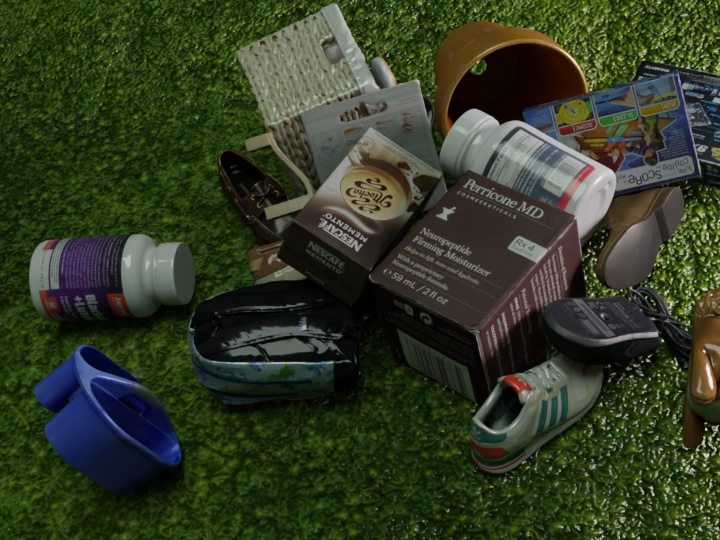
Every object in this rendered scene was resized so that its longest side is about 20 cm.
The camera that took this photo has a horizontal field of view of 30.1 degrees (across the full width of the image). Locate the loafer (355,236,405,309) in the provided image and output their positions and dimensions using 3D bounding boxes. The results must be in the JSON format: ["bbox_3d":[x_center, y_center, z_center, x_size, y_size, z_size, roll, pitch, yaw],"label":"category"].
[{"bbox_3d":[0.000,0.000,1.714,0.199,0.072,0.073,-19,49,1],"label":"loafer"}]

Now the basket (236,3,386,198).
[{"bbox_3d":[-0.052,-0.217,1.831,0.160,0.200,0.199,-22,48,-1],"label":"basket"}]

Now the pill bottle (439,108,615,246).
[{"bbox_3d":[0.203,-0.116,1.661,0.200,0.120,0.120,33,65,24],"label":"pill bottle"}]

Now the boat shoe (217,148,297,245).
[{"bbox_3d":[-0.137,-0.096,1.839,0.070,0.070,0.200,-36,51,-17],"label":"boat shoe"}]

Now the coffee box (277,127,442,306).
[{"bbox_3d":[0.001,-0.068,1.635,0.113,0.080,0.200,33,50,4],"label":"coffee box"}]

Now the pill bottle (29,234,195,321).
[{"bbox_3d":[-0.327,0.009,1.775,0.199,0.112,0.112,-3,50,14],"label":"pill bottle"}]

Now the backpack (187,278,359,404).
[{"bbox_3d":[-0.111,0.089,1.639,0.199,0.154,0.164,0,51,-12],"label":"backpack"}]

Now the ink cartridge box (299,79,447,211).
[{"bbox_3d":[0.018,-0.153,1.753,0.162,0.200,0.050,-16,35,3],"label":"ink cartridge box"}]

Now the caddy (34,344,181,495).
[{"bbox_3d":[-0.288,0.172,1.577,0.105,0.200,0.142,-36,47,7],"label":"caddy"}]

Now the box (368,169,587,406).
[{"bbox_3d":[0.143,0.024,1.590,0.166,0.164,0.200,27,62,33],"label":"box"}]

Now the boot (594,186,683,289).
[{"bbox_3d":[0.327,-0.040,1.651,0.075,0.074,0.200,7,34,36],"label":"boot"}]

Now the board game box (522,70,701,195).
[{"bbox_3d":[0.319,-0.163,1.700,0.199,0.136,0.034,-12,14,17],"label":"board game box"}]

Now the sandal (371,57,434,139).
[{"bbox_3d":[0.070,-0.213,1.786,0.059,0.207,0.079,-26,54,-2],"label":"sandal"}]

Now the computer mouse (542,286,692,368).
[{"bbox_3d":[0.292,0.076,1.547,0.199,0.053,0.139,0,37,-28],"label":"computer mouse"}]

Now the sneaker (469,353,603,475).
[{"bbox_3d":[0.201,0.142,1.520,0.200,0.094,0.070,-38,51,-16],"label":"sneaker"}]

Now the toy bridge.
[{"bbox_3d":[-0.088,-0.080,1.703,0.067,0.027,0.201,-17,86,7],"label":"toy bridge"}]

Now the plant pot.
[{"bbox_3d":[0.184,-0.249,1.809,0.200,0.201,0.183,-20,32,-1],"label":"plant pot"}]

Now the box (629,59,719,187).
[{"bbox_3d":[0.436,-0.195,1.772,0.199,0.046,0.159,17,57,28],"label":"box"}]

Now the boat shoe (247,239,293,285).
[{"bbox_3d":[-0.056,-0.038,1.747,0.199,0.076,0.072,-25,84,-7],"label":"boat shoe"}]

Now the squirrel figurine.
[{"bbox_3d":[0.453,0.105,1.455,0.186,0.142,0.200,5,54,12],"label":"squirrel figurine"}]
